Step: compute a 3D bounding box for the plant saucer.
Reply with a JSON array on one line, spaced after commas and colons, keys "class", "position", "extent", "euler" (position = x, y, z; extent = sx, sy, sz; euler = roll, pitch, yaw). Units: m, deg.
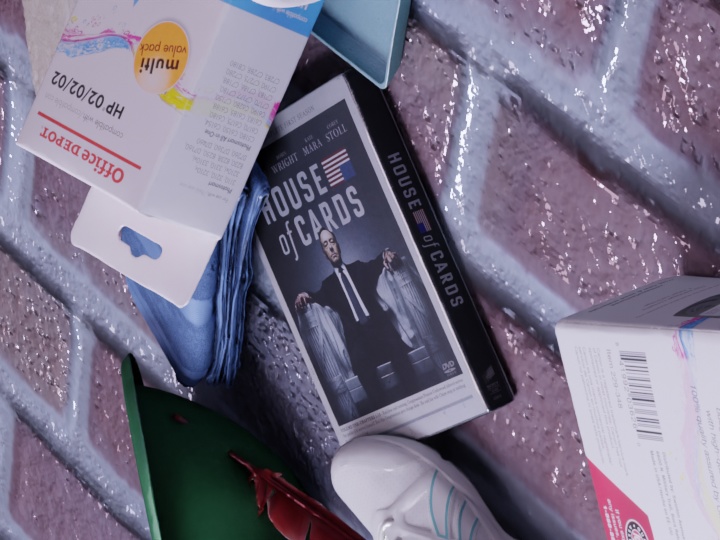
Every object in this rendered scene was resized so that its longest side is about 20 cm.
[{"class": "plant saucer", "position": [-0.039, -0.178, 1.581], "extent": [0.200, 0.019, 0.070], "euler": [41, 137, 35]}]

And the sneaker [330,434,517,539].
[{"class": "sneaker", "position": [0.043, 0.162, 1.581], "extent": [0.200, 0.080, 0.071], "euler": [39, 149, 33]}]

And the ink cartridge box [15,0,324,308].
[{"class": "ink cartridge box", "position": [-0.109, -0.095, 1.562], "extent": [0.115, 0.068, 0.200], "euler": [28, 96, 42]}]

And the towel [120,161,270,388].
[{"class": "towel", "position": [-0.100, -0.025, 1.692], "extent": [0.112, 0.048, 0.200], "euler": [58, 158, 29]}]

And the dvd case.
[{"class": "dvd case", "position": [0.000, 0.000, 1.617], "extent": [0.150, 0.025, 0.200], "euler": [-27, 86, 56]}]

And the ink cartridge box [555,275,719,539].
[{"class": "ink cartridge box", "position": [0.191, 0.084, 1.334], "extent": [0.200, 0.085, 0.148], "euler": [4, 110, 57]}]

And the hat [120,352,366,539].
[{"class": "hat", "position": [-0.039, 0.130, 1.743], "extent": [0.166, 0.176, 0.201], "euler": [81, 177, -77]}]

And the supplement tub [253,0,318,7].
[{"class": "supplement tub", "position": [-0.045, -0.247, 1.438], "extent": [0.200, 0.144, 0.144], "euler": [58, 144, 14]}]

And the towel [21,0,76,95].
[{"class": "towel", "position": [-0.162, -0.169, 1.741], "extent": [0.132, 0.034, 0.200], "euler": [24, 127, 48]}]
